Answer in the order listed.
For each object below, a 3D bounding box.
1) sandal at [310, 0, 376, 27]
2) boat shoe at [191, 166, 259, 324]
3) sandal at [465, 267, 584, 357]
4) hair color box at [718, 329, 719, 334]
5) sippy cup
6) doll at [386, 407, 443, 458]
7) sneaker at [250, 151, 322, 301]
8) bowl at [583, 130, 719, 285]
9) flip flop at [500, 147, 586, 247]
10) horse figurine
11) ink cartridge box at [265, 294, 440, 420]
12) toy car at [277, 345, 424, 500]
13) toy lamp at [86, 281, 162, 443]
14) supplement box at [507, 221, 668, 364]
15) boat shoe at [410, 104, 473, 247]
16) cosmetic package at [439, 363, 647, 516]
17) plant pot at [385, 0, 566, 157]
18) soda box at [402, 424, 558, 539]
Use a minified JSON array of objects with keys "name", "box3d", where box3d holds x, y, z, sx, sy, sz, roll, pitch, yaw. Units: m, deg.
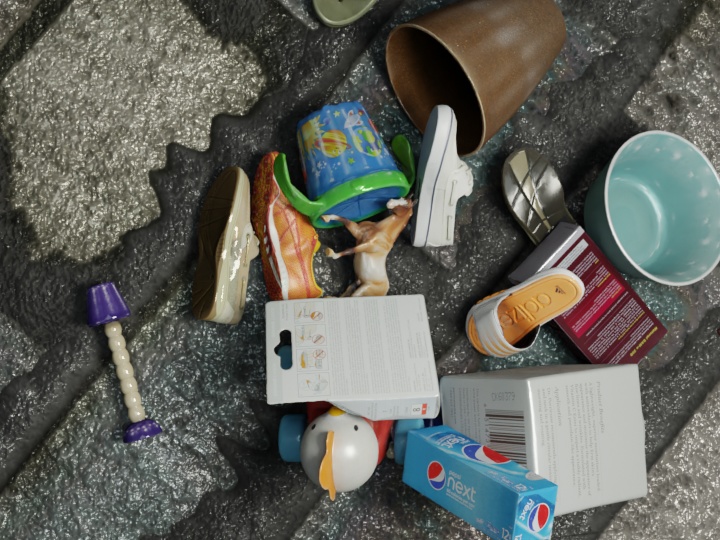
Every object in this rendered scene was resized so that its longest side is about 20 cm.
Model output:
[{"name":"sandal","box3d":[0.018,-0.399,1.483,0.200,0.057,0.080,-35,92,-7]},{"name":"boat shoe","box3d":[-0.167,-0.032,1.444,0.065,0.072,0.202,14,79,-41]},{"name":"sandal","box3d":[0.196,0.062,1.417,0.079,0.206,0.059,41,48,-8]},{"name":"hair color box","box3d":[0.606,0.069,1.533,0.199,0.064,0.111,-35,93,-9]},{"name":"sippy cup","box3d":[-0.021,-0.140,1.436,0.139,0.177,0.132,-25,78,20]},{"name":"doll","box3d":[0.064,0.182,1.465,0.198,0.048,0.138,21,95,-5]},{"name":"sneaker","box3d":[-0.095,-0.054,1.458,0.076,0.073,0.202,-10,92,-29]},{"name":"bowl","box3d":[0.373,-0.071,1.474,0.199,0.105,0.203,5,77,-24]},{"name":"flip flop","box3d":[0.248,-0.073,1.502,0.081,0.058,0.201,-40,108,-6]},{"name":"horse figurine","box3d":[0.000,0.000,1.442,0.132,0.050,0.202,-8,112,-40]},{"name":"ink cartridge box","box3d":[-0.012,0.105,1.332,0.197,0.050,0.163,-4,46,-2]},{"name":"toy car","box3d":[-0.022,0.189,1.349,0.182,0.200,0.179,1,105,8]},{"name":"toy lamp","box3d":[-0.304,0.115,1.420,0.058,0.058,0.202,-15,89,-8]},{"name":"supplement box","box3d":[0.300,0.045,1.474,0.109,0.061,0.200,-44,106,-5]},{"name":"boat shoe","box3d":[0.110,-0.117,1.439,0.069,0.071,0.202,3,121,-6]},{"name":"cosmetic package","box3d":[0.227,0.205,1.392,0.198,0.164,0.167,-1,87,-36]},{"name":"plant pot","box3d":[0.166,-0.278,1.448,0.199,0.187,0.188,-35,92,-21]},{"name":"soda box","box3d":[0.135,0.247,1.299,0.064,0.199,0.069,-3,105,-36]}]
